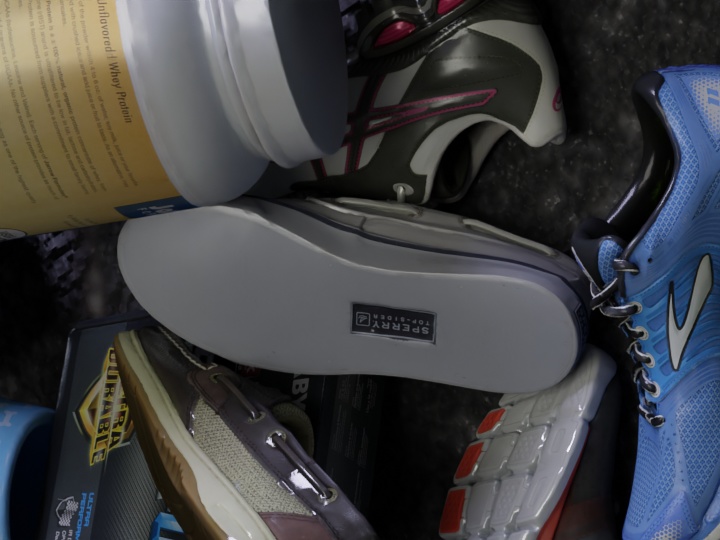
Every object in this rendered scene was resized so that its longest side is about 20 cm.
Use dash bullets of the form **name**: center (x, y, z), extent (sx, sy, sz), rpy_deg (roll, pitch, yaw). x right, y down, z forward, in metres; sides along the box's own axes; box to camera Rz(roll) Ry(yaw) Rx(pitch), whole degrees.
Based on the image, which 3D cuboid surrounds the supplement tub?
- **supplement tub**: center (-0.116, -0.090, 1.087), extent (0.199, 0.145, 0.146), rpy_deg (-9, 87, 13)

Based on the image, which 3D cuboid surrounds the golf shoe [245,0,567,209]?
- **golf shoe**: center (-0.003, -0.057, 1.163), extent (0.199, 0.077, 0.089), rpy_deg (-29, 83, 32)

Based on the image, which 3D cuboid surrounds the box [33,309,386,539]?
- **box**: center (-0.071, 0.112, 1.186), extent (0.158, 0.046, 0.201), rpy_deg (-9, 61, 35)

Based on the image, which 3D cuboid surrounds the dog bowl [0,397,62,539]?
- **dog bowl**: center (-0.158, 0.153, 1.251), extent (0.049, 0.111, 0.201), rpy_deg (-1, 103, 20)

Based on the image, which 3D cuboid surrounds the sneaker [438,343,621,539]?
- **sneaker**: center (0.080, 0.132, 1.125), extent (0.077, 0.082, 0.201), rpy_deg (0, 71, 60)

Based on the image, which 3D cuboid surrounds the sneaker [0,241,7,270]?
- **sneaker**: center (-0.246, 0.018, 1.296), extent (0.202, 0.077, 0.147), rpy_deg (-27, 35, 30)

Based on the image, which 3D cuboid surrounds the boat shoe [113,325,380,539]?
- **boat shoe**: center (-0.048, 0.080, 1.113), extent (0.200, 0.064, 0.074), rpy_deg (-128, 19, -52)

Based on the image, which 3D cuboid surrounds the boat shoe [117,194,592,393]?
- **boat shoe**: center (0.000, 0.000, 1.133), extent (0.199, 0.066, 0.072), rpy_deg (6, 115, 12)

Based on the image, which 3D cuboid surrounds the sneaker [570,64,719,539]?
- **sneaker**: center (0.120, 0.015, 1.060), extent (0.079, 0.089, 0.202), rpy_deg (-169, 86, -76)
